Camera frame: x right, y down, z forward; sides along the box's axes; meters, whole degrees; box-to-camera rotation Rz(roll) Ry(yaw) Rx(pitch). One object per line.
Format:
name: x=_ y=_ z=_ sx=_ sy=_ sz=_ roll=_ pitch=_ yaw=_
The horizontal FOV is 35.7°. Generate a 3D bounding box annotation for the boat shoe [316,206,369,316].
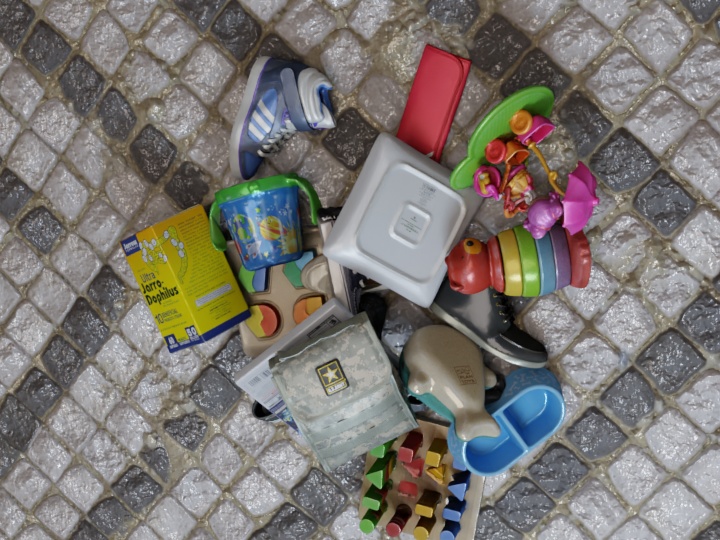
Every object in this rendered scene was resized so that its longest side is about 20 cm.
boat shoe: x=-0.002 y=-0.003 z=1.675 sx=0.091 sy=0.075 sz=0.203 roll=-13 pitch=108 yaw=-6

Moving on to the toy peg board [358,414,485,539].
toy peg board: x=0.091 y=0.346 z=1.781 sx=0.196 sy=0.098 sz=0.203 roll=13 pitch=107 yaw=15

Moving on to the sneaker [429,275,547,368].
sneaker: x=0.209 y=0.061 z=1.685 sx=0.198 sy=0.075 sz=0.107 roll=30 pitch=108 yaw=8

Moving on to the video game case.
video game case: x=-0.060 y=0.153 z=1.692 sx=0.199 sy=0.023 sz=0.182 roll=-38 pitch=126 yaw=12

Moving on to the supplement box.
supplement box: x=-0.281 y=0.014 z=1.799 sx=0.108 sy=0.109 sz=0.202 roll=-19 pitch=97 yaw=47

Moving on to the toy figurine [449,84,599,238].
toy figurine: x=0.242 y=-0.121 z=1.560 sx=0.200 sy=0.149 sz=0.185 roll=-47 pitch=63 yaw=25

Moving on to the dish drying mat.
dish drying mat: x=0.101 y=-0.230 z=1.680 sx=0.076 sy=0.018 sz=0.202 roll=22 pitch=109 yaw=13

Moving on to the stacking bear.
stacking bear: x=0.222 y=-0.015 z=1.616 sx=0.197 sy=0.122 sz=0.115 roll=-8 pitch=137 yaw=1

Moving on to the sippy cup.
sippy cup: x=-0.146 y=-0.071 z=1.728 sx=0.177 sy=0.138 sz=0.132 roll=-13 pitch=91 yaw=64

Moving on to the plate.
plate: x=0.070 y=-0.070 z=1.642 sx=0.198 sy=0.032 sz=0.202 roll=27 pitch=90 yaw=-22

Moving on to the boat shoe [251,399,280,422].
boat shoe: x=-0.092 y=0.167 z=1.743 sx=0.200 sy=0.056 sz=0.069 roll=-47 pitch=72 yaw=16

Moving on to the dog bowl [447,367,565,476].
dog bowl: x=0.225 y=0.234 z=1.695 sx=0.199 sy=0.050 sz=0.112 roll=-37 pitch=111 yaw=3

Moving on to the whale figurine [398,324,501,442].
whale figurine: x=0.131 y=0.179 z=1.665 sx=0.201 sy=0.157 sz=0.104 roll=63 pitch=140 yaw=33

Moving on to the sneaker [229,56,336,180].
sneaker: x=-0.112 y=-0.219 z=1.719 sx=0.145 sy=0.080 sz=0.203 roll=20 pitch=103 yaw=17

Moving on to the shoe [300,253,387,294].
shoe: x=0.000 y=0.000 z=1.734 sx=0.197 sy=0.053 sz=0.071 roll=-6 pitch=95 yaw=10

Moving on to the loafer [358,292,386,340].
loafer: x=-0.001 y=0.135 z=1.771 sx=0.067 sy=0.070 sz=0.203 roll=14 pitch=112 yaw=15

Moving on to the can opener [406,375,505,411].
can opener: x=0.129 y=0.192 z=1.765 sx=0.197 sy=0.054 sz=0.067 roll=4 pitch=140 yaw=16

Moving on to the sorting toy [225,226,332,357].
sorting toy: x=-0.125 y=0.039 z=1.809 sx=0.183 sy=0.036 sz=0.203 roll=-8 pitch=101 yaw=19

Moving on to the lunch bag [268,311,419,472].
lunch bag: x=-0.026 y=0.169 z=1.625 sx=0.162 sy=0.118 sz=0.201 roll=-26 pitch=127 yaw=2
